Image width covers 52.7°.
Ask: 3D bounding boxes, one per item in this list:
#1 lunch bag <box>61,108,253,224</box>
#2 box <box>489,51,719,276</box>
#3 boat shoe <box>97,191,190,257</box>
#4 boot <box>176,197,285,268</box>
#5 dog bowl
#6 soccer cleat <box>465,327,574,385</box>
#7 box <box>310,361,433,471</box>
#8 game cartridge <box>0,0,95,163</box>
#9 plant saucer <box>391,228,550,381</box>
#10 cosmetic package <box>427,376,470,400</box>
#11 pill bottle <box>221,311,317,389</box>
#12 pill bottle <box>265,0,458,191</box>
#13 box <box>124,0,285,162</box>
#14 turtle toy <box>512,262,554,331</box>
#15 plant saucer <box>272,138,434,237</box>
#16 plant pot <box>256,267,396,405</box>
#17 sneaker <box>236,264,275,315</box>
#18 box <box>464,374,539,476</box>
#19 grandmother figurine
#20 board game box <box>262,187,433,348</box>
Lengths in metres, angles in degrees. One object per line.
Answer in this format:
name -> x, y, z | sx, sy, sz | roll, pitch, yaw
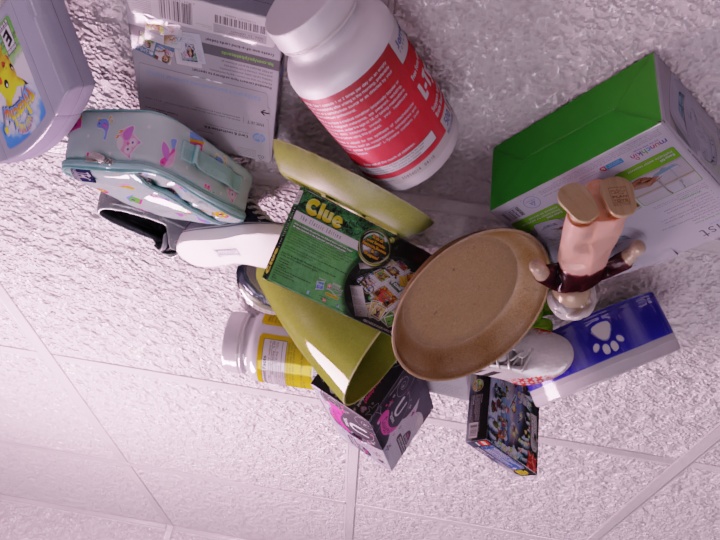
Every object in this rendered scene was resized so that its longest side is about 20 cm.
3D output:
lunch bag -> -0.220, -0.110, 0.811 | 0.157, 0.079, 0.199 | 10, 172, 26
box -> 0.263, -0.088, 0.748 | 0.175, 0.098, 0.199 | 31, 142, -28
boat shoe -> -0.259, -0.054, 0.977 | 0.198, 0.073, 0.070 | 28, 144, -23
boot -> -0.134, -0.057, 0.910 | 0.196, 0.092, 0.073 | 2, 142, 22
dog bowl -> 0.306, 0.105, 0.951 | 0.196, 0.080, 0.200 | -21, 166, -5
soccer cleat -> 0.158, 0.099, 0.886 | 0.197, 0.070, 0.085 | 2, 171, 37
box -> 0.024, 0.193, 1.100 | 0.113, 0.133, 0.201 | 26, 155, 28
game cartridge -> -0.352, -0.194, 0.760 | 0.198, 0.040, 0.136 | -22, 94, 40
plant saucer -> 0.116, 0.033, 0.794 | 0.196, 0.036, 0.204 | -15, 129, -19
cosmetic package -> 0.121, 0.114, 1.105 | 0.099, 0.072, 0.201 | 10, 148, 18
pill bottle -> -0.115, 0.126, 1.164 | 0.195, 0.116, 0.115 | 8, 147, 6
pill bottle -> 0.003, -0.177, 0.679 | 0.110, 0.114, 0.200 | -12, 140, 31
box -> -0.156, -0.207, 0.749 | 0.152, 0.042, 0.201 | 13, 146, -2
turtle toy -> 0.194, 0.029, 0.934 | 0.195, 0.103, 0.146 | 7, 161, 9
plant saucer -> -0.013, -0.083, 0.795 | 0.197, 0.032, 0.200 | 27, -179, 0
plant pot -> -0.034, 0.035, 0.945 | 0.199, 0.187, 0.189 | 37, 152, 18
sneaker -> -0.086, 0.024, 1.056 | 0.197, 0.079, 0.086 | 23, 137, -32
box -> 0.214, 0.179, 1.065 | 0.039, 0.204, 0.136 | -18, 138, 38
grandmother figurine -> 0.227, -0.012, 0.737 | 0.118, 0.062, 0.201 | -1, 148, 3
board game box -> 0.000, 0.000, 0.796 | 0.197, 0.107, 0.023 | 26, 178, -24
